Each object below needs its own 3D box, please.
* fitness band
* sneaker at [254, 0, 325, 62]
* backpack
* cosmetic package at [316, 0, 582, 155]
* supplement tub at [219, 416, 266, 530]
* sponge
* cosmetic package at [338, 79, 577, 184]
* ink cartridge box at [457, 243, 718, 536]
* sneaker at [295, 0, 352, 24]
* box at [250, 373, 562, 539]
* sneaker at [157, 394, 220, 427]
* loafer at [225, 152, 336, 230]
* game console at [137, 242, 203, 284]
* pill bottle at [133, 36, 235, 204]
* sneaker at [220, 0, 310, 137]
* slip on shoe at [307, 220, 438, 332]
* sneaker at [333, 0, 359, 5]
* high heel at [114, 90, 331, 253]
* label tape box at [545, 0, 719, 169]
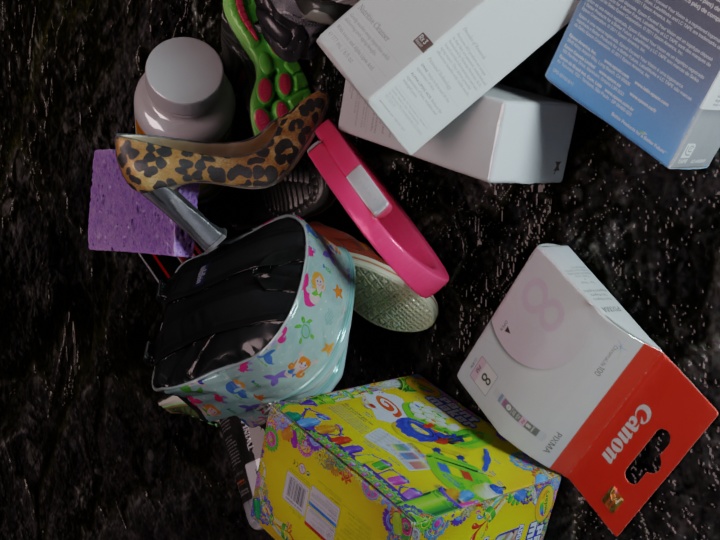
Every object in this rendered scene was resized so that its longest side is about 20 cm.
[{"bbox_3d":[0.015,-0.058,1.115,0.037,0.144,0.201,-37,57,7],"label":"fitness band"},{"bbox_3d":[-0.033,-0.267,1.198,0.198,0.075,0.115,21,129,29],"label":"sneaker"},{"bbox_3d":[-0.091,0.049,1.135,0.199,0.150,0.179,-28,41,38],"label":"backpack"},{"bbox_3d":[0.077,-0.206,0.967,0.200,0.081,0.113,-42,46,6],"label":"cosmetic package"},{"bbox_3d":[-0.088,0.165,1.269,0.122,0.121,0.202,-32,72,45],"label":"supplement tub"},{"bbox_3d":[-0.231,-0.074,1.252,0.199,0.030,0.113,5,90,51],"label":"sponge"},{"bbox_3d":[0.082,-0.136,1.056,0.199,0.101,0.072,25,112,43],"label":"cosmetic package"},{"bbox_3d":[0.184,0.103,1.010,0.201,0.057,0.164,55,131,35],"label":"ink cartridge box"},{"bbox_3d":[-0.018,-0.316,1.095,0.080,0.074,0.202,95,-172,-58],"label":"sneaker"},{"bbox_3d":[0.039,0.204,1.076,0.199,0.191,0.124,32,119,42],"label":"box"},{"bbox_3d":[-0.178,0.164,1.414,0.089,0.077,0.199,55,154,-12],"label":"sneaker"},{"bbox_3d":[-0.075,-0.087,1.255,0.199,0.071,0.074,-5,90,57],"label":"loafer"},{"bbox_3d":[-0.229,-0.022,1.396,0.201,0.031,0.177,56,160,1],"label":"game console"},{"bbox_3d":[-0.193,-0.164,1.303,0.201,0.110,0.112,108,141,-64],"label":"pill bottle"},{"bbox_3d":[-0.106,-0.211,1.297,0.084,0.076,0.203,145,114,-67],"label":"sneaker"},{"bbox_3d":[0.000,0.000,1.197,0.199,0.061,0.075,25,135,32],"label":"slip on shoe"},{"bbox_3d":[0.028,-0.309,1.041,0.080,0.196,0.131,121,144,-68],"label":"sneaker"},{"bbox_3d":[-0.133,-0.134,1.138,0.200,0.142,0.071,-47,16,0],"label":"high heel"},{"bbox_3d":[0.244,-0.199,0.894,0.143,0.066,0.202,45,123,35],"label":"label tape box"}]
